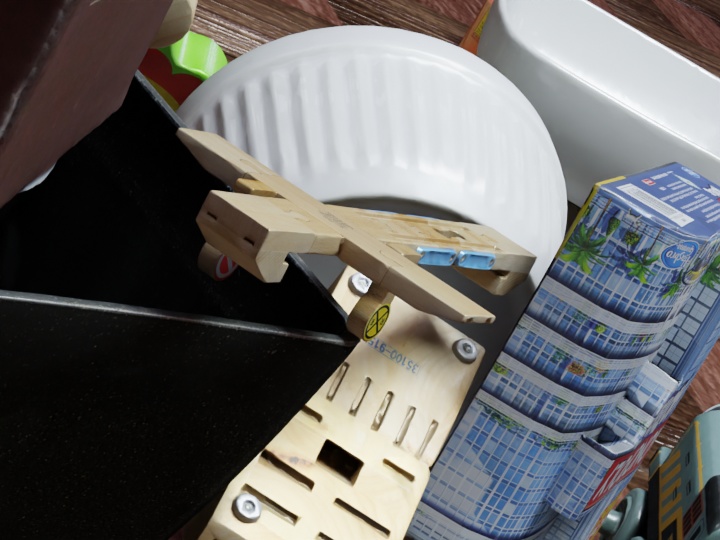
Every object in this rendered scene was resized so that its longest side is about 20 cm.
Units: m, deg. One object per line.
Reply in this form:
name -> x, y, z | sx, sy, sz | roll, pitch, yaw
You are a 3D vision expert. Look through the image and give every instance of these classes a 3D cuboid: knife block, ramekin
knife block -> -0.031, 0.089, 0.778 | 0.064, 0.176, 0.200 | 32, 45, -5
ramekin -> 0.000, 0.000, 0.914 | 0.200, 0.200, 0.105 | 23, 31, -21

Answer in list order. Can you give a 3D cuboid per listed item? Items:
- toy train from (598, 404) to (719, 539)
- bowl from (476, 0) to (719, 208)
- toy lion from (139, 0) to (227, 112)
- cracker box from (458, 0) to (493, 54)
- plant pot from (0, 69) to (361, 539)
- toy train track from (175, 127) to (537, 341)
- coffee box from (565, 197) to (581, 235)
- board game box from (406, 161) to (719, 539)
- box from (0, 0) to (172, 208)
toy train -> 0.164, 0.134, 0.943 | 0.085, 0.114, 0.200 | 31, 21, -2
bowl -> 0.150, -0.084, 1.154 | 0.200, 0.075, 0.200 | 30, 22, -3
toy lion -> -0.151, -0.094, 0.946 | 0.200, 0.192, 0.069 | 10, 46, -3
cracker box -> 0.196, -0.157, 1.724 | 0.200, 0.058, 0.134 | 10, 30, -45
plant pot -> -0.158, 0.022, 0.661 | 0.200, 0.178, 0.200 | 8, 31, -45
toy train track -> 0.004, -0.001, 0.657 | 0.115, 0.033, 0.200 | 34, 14, 24
coffee box -> 0.127, -0.012, 1.223 | 0.080, 0.113, 0.200 | 37, 22, 14
board game box -> 0.088, 0.059, 0.818 | 0.062, 0.200, 0.200 | 31, 14, 12
box -> -0.117, -0.147, 0.569 | 0.164, 0.200, 0.166 | 31, 20, -1
